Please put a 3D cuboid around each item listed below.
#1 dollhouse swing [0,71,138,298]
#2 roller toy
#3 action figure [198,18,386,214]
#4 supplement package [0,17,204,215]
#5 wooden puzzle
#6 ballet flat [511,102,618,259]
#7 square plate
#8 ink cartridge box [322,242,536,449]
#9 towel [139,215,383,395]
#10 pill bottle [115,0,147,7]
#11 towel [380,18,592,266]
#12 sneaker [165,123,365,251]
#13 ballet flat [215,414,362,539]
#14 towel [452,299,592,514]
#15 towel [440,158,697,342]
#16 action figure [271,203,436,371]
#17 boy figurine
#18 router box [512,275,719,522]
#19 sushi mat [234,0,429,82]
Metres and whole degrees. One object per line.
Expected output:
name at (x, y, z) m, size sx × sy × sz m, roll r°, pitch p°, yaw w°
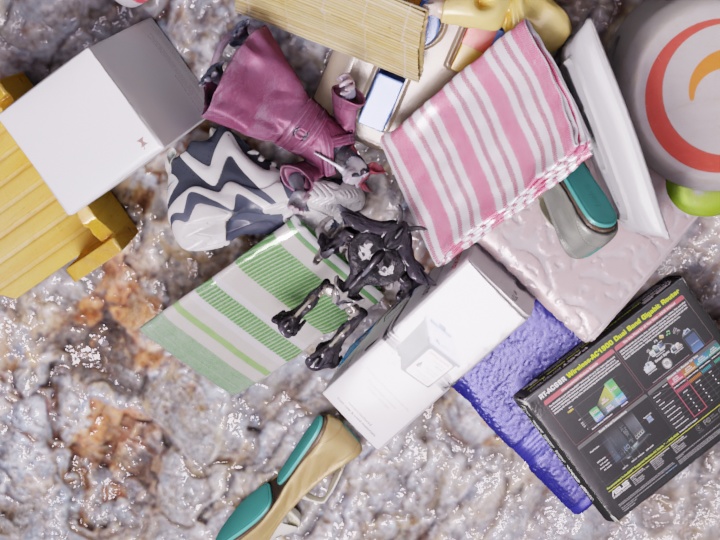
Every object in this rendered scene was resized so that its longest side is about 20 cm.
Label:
dollhouse swing at (-0.354, -0.064, 1.763) m, size 0.176 × 0.182 × 0.200 m, roll -34°, pitch 98°, yaw 6°
roller toy at (0.318, -0.171, 1.615) m, size 0.182 × 0.140 × 0.200 m, roll 44°, pitch 98°, yaw -9°
action figure at (-0.066, -0.136, 1.694) m, size 0.200 × 0.149 × 0.134 m, roll 39°, pitch 86°, yaw -15°
supplement package at (-0.236, -0.151, 1.690) m, size 0.117 × 0.200 × 0.117 m, roll -33°, pitch 98°, yaw 17°
wooden puzzle at (0.069, -0.188, 1.705) m, size 0.200 × 0.046 × 0.185 m, roll 24°, pitch 109°, yaw 3°
ballet flat at (0.172, -0.101, 1.631) m, size 0.064 × 0.067 × 0.200 m, roll -48°, pitch 55°, yaw 47°
square plate at (0.219, -0.120, 1.577) m, size 0.028 × 0.200 × 0.198 m, roll -20°, pitch 92°, yaw 3°
ink cartridge box at (0.071, 0.062, 1.723) m, size 0.086 × 0.146 × 0.200 m, roll 44°, pitch 108°, yaw -4°
towel at (-0.097, 0.039, 1.775) m, size 0.200 × 0.023 × 0.153 m, roll -34°, pitch 132°, yaw 18°
pill bottle at (-0.164, -0.341, 1.671) m, size 0.200 × 0.109 × 0.109 m, roll -28°, pitch 99°, yaw 17°
towel at (0.109, -0.115, 1.617) m, size 0.200 × 0.030 × 0.146 m, roll -38°, pitch 63°, yaw 30°
sneaker at (-0.102, -0.095, 1.748) m, size 0.199 × 0.080 × 0.130 m, roll -12°, pitch 61°, yaw -16°
ballet flat at (-0.072, 0.237, 1.845) m, size 0.063 × 0.069 × 0.200 m, roll 35°, pitch 110°, yaw -16°
towel at (0.201, 0.127, 1.775) m, size 0.148 × 0.050 × 0.200 m, roll -44°, pitch 94°, yaw 11°
towel at (0.205, -0.066, 1.687) m, size 0.200 × 0.032 × 0.191 m, roll 43°, pitch 83°, yaw -4°
action figure at (0.000, 0.000, 1.677) m, size 0.119 × 0.102 × 0.200 m, roll 38°, pitch 122°, yaw -7°
boy figurine at (0.107, -0.268, 1.645) m, size 0.200 × 0.124 × 0.064 m, roll 28°, pitch 146°, yaw 1°
router box at (0.270, 0.123, 1.709) m, size 0.200 × 0.062 × 0.150 m, roll -37°, pitch 94°, yaw -5°
sushi mat at (-0.030, -0.244, 1.658) m, size 0.200 × 0.012 × 0.096 m, roll 23°, pitch 147°, yaw 12°
